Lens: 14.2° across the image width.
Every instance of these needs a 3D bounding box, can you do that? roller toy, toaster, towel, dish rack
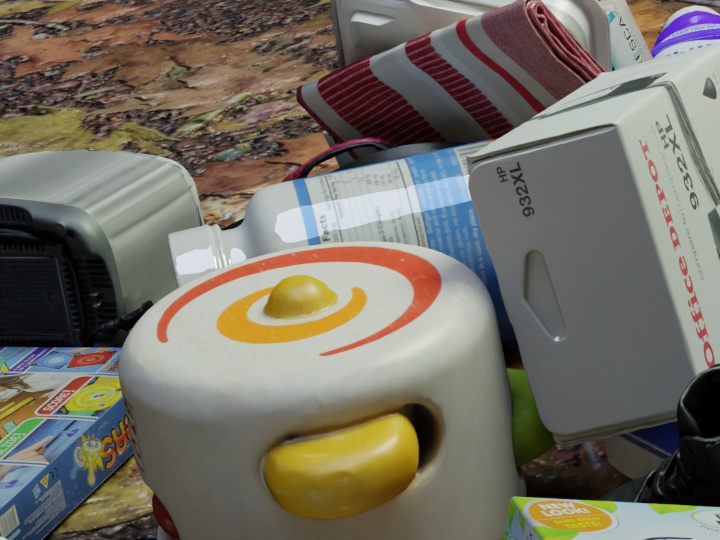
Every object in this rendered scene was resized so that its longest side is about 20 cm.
[{"bbox_3d":[-0.020,0.069,1.360,0.182,0.140,0.200,3,26,33],"label":"roller toy"},{"bbox_3d":[-0.174,-0.006,1.663,0.199,0.114,0.129,-1,21,29],"label":"toaster"},{"bbox_3d":[0.070,-0.077,1.629,0.200,0.144,0.023,-17,36,47],"label":"towel"},{"bbox_3d":[0.061,-0.097,1.672,0.171,0.200,0.044,14,52,18],"label":"dish rack"}]

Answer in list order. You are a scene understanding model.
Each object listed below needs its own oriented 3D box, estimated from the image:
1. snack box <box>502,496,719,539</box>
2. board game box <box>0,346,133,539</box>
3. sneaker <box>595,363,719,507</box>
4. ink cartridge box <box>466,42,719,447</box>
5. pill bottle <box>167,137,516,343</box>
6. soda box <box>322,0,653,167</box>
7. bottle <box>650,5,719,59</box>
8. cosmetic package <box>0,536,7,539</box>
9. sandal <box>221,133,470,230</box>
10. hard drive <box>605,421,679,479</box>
[{"bbox_3d":[0.168,0.142,1.132,0.199,0.053,0.142,4,16,-17],"label":"snack box"},{"bbox_3d":[-0.196,0.096,1.518,0.135,0.035,0.200,0,23,27],"label":"board game box"},{"bbox_3d":[0.160,0.079,1.245,0.199,0.104,0.060,-11,40,37],"label":"sneaker"},{"bbox_3d":[0.141,-0.018,1.406,0.083,0.146,0.200,-14,9,27],"label":"ink cartridge box"},{"bbox_3d":[0.000,0.000,1.568,0.199,0.113,0.112,-12,21,-3],"label":"pill bottle"},{"bbox_3d":[0.080,-0.101,1.776,0.200,0.064,0.068,-21,14,28],"label":"soda box"},{"bbox_3d":[0.220,-0.118,1.825,0.083,0.066,0.200,-9,21,6],"label":"bottle"},{"bbox_3d":[-0.192,0.219,0.975,0.164,0.201,0.165,-7,21,11],"label":"cosmetic package"},{"bbox_3d":[-0.013,-0.045,1.665,0.200,0.075,0.045,-22,55,37],"label":"sandal"},{"bbox_3d":[0.235,0.069,1.381,0.200,0.025,0.132,-24,32,-31],"label":"hard drive"}]
